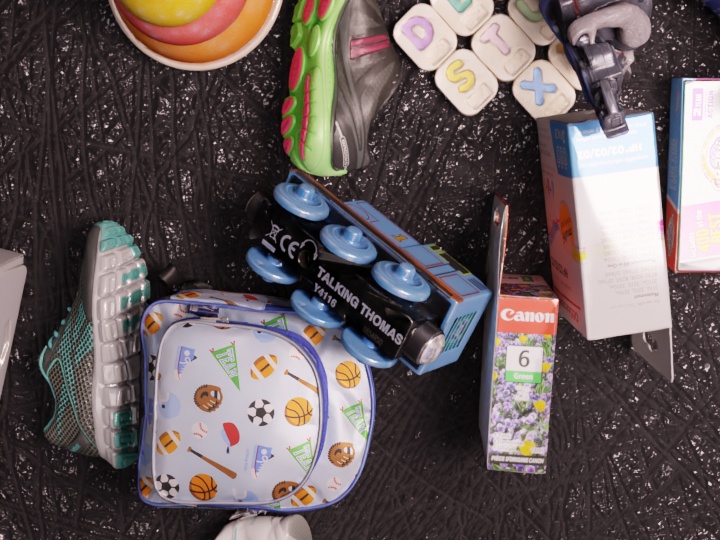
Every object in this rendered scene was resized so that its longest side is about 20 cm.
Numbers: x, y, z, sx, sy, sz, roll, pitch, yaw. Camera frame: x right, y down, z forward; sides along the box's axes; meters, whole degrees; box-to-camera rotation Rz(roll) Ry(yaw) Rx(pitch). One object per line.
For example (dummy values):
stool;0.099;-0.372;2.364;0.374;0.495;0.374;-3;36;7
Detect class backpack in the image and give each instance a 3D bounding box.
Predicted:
backpack;-0.081;0.104;0.903;0.188;0.154;0.203;2;97;-8

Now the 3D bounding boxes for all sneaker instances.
sneaker;-0.008;-0.173;0.899;0.083;0.076;0.203;10;93;-35
sneaker;-0.082;0.304;0.977;0.079;0.070;0.203;0;96;18
sneaker;-0.226;0.060;0.937;0.090;0.077;0.203;2;92;17

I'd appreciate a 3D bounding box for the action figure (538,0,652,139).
action figure;0.187;-0.195;0.800;0.103;0.194;0.202;-11;59;-5

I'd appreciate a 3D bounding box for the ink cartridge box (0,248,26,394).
ink cartridge box;-0.391;0.038;0.933;0.197;0.085;0.146;14;99;-1

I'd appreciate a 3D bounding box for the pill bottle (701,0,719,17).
pill bottle;0.271;-0.261;0.843;0.199;0.111;0.111;40;98;-4

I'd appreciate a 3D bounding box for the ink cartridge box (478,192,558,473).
ink cartridge box;0.125;0.045;0.899;0.050;0.109;0.203;3;99;2

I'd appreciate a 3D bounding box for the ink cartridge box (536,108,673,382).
ink cartridge box;0.187;-0.019;0.880;0.067;0.115;0.203;-8;100;-1

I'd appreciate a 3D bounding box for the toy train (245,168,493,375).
toy train;0.000;0.000;0.873;0.199;0.114;0.087;39;116;26

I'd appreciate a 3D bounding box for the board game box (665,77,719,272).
board game box;0.346;-0.077;0.905;0.197;0.040;0.155;1;99;2

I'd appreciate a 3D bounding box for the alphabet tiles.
alphabet tiles;0.126;-0.223;0.905;0.200;0.015;0.196;-43;95;8

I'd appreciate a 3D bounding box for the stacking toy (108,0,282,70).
stacking toy;-0.134;-0.220;0.822;0.144;0.200;0.148;0;99;2
